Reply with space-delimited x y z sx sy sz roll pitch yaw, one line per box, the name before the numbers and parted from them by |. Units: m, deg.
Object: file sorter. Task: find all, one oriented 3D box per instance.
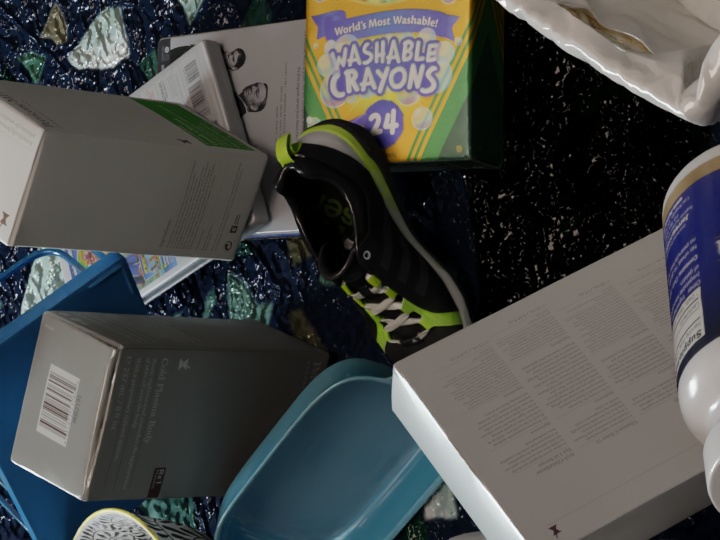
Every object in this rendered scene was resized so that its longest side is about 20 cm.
file sorter | -0.220 0.074 1.604 0.123 0.139 0.201 36 154 41

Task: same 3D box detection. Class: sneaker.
sneaker | 0.000 0.000 1.472 0.071 0.083 0.201 -25 101 36

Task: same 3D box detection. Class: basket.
basket | 0.203 -0.202 1.298 0.198 0.160 0.201 38 112 38

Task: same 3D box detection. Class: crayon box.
crayon box | 0.028 -0.166 1.508 0.125 0.051 0.202 -2 84 30

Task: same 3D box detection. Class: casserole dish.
casserole dish | -0.015 0.128 1.501 0.200 0.121 0.039 -52 34 27

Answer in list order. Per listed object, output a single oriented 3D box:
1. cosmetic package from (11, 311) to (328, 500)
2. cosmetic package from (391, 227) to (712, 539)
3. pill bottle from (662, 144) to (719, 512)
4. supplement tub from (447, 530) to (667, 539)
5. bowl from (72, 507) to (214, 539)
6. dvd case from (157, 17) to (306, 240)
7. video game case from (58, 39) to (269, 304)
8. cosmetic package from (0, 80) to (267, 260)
cosmetic package | -0.123 0.089 1.530 0.090 0.199 0.108 21 103 43
cosmetic package | 0.140 0.077 1.318 0.151 0.199 0.052 52 158 33
pill bottle | 0.225 0.034 1.244 0.116 0.115 0.201 -35 38 34
supplement tub | 0.134 0.226 1.335 0.199 0.144 0.146 -2 85 42
bowl | -0.115 0.253 1.573 0.200 0.094 0.202 18 112 53
dvd case | -0.068 -0.097 1.622 0.199 0.025 0.152 -2 85 41
video game case | -0.153 -0.056 1.668 0.200 0.018 0.144 -32 67 37
cosmetic package | -0.174 -0.066 1.539 0.107 0.199 0.085 32 108 38
